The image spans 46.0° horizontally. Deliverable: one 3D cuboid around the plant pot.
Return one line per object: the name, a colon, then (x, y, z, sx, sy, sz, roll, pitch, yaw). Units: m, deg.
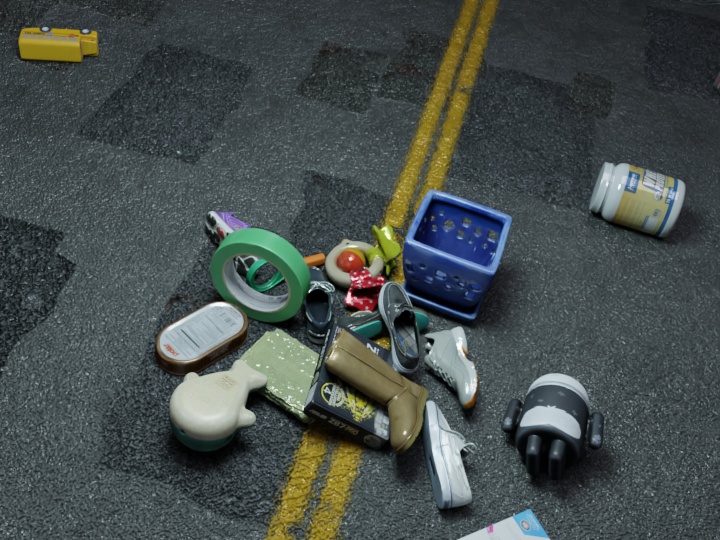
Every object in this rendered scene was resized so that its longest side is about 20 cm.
plant pot: (0.195, -0.022, 1.801, 0.197, 0.182, 0.201, 19, 43, 10)

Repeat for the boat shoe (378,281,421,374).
boat shoe: (0.081, 0.099, 1.651, 0.069, 0.067, 0.203, 5, 54, -16)

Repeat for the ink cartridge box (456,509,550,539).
ink cartridge box: (0.217, 0.480, 1.362, 0.197, 0.069, 0.116, -14, 48, -24)

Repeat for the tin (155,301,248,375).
tin: (-0.307, 0.128, 1.651, 0.111, 0.042, 0.199, 35, 48, 30)

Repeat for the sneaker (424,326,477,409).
sneaker: (0.173, 0.195, 1.659, 0.090, 0.077, 0.201, -5, 37, -5)

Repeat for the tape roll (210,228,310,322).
tape roll: (-0.197, 0.012, 1.672, 0.197, 0.202, 0.048, 18, 44, 9)

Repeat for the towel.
towel: (-0.135, 0.197, 1.612, 0.198, 0.037, 0.148, 28, 44, 18)

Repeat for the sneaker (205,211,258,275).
sneaker: (-0.261, -0.071, 1.840, 0.082, 0.081, 0.200, -15, 48, -33)

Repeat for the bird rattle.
bird rattle: (0.000, 0.000, 1.829, 0.161, 0.114, 0.201, 15, 55, 22)

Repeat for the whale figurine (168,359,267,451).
whale figurine: (-0.251, 0.240, 1.504, 0.157, 0.105, 0.200, 28, 36, 17)

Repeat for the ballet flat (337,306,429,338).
ballet flat: (0.042, 0.098, 1.731, 0.197, 0.069, 0.069, -9, 38, -20)

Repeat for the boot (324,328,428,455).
boot: (0.019, 0.216, 1.515, 0.199, 0.066, 0.176, 36, 29, -7)

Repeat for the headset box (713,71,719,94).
headset box: (1.176, -0.587, 2.606, 0.076, 0.150, 0.202, 0, 45, -12)

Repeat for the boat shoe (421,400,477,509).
boat shoe: (0.164, 0.323, 1.512, 0.084, 0.075, 0.204, -1, 47, -11)

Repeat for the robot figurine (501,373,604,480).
robot figurine: (0.353, 0.284, 1.556, 0.149, 0.125, 0.201, 36, 44, -7)

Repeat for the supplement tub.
supplement tub: (0.677, -0.177, 2.083, 0.197, 0.146, 0.146, 18, 43, 8)

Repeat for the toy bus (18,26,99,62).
toy bus: (-0.815, -0.611, 2.301, 0.196, 0.066, 0.079, 1, 44, -10)

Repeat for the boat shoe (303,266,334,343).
boat shoe: (-0.091, 0.058, 1.747, 0.073, 0.062, 0.202, 2, 43, -6)

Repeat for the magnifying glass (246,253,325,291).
magnifying glass: (-0.157, -0.005, 1.801, 0.198, 0.081, 0.022, -15, 43, -38)

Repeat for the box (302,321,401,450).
box: (-0.010, 0.212, 1.578, 0.160, 0.049, 0.202, 31, 42, -13)
